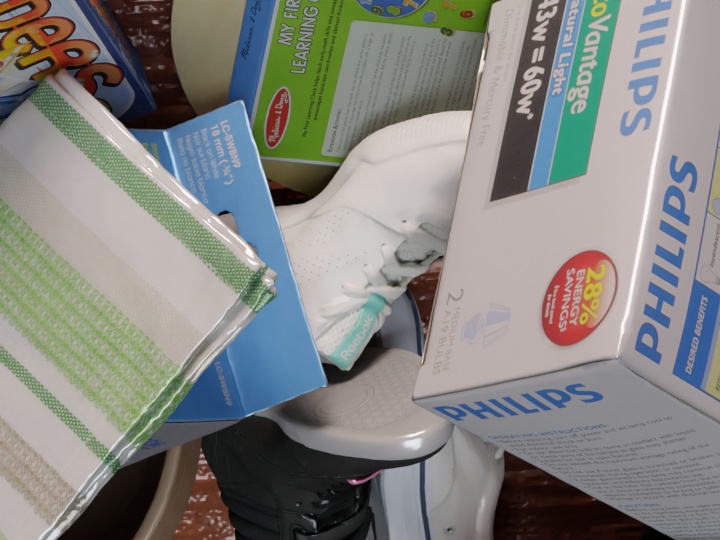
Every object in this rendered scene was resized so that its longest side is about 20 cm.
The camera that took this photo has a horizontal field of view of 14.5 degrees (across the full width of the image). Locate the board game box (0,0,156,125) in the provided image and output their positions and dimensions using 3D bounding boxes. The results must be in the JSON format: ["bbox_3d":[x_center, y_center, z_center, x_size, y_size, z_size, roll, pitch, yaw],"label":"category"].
[{"bbox_3d":[-0.178,-0.098,1.200,0.135,0.034,0.200,-21,156,4],"label":"board game box"}]

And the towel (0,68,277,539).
[{"bbox_3d":[-0.143,0.032,1.201,0.200,0.149,0.031,-49,155,6],"label":"towel"}]

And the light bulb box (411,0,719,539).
[{"bbox_3d":[0.147,-0.003,1.213,0.200,0.198,0.125,30,152,-35],"label":"light bulb box"}]

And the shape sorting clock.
[{"bbox_3d":[0.014,-0.109,1.270,0.200,0.039,0.200,-4,132,-4],"label":"shape sorting clock"}]

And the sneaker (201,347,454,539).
[{"bbox_3d":[-0.007,0.093,1.312,0.071,0.200,0.099,-29,108,-29],"label":"sneaker"}]

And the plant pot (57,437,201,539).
[{"bbox_3d":[-0.156,0.081,1.326,0.201,0.201,0.093,-27,161,14],"label":"plant pot"}]

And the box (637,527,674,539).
[{"bbox_3d":[0.247,0.147,1.381,0.124,0.149,0.200,33,116,-22],"label":"box"}]

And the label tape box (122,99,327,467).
[{"bbox_3d":[-0.133,0.017,1.246,0.200,0.144,0.063,-23,162,16],"label":"label tape box"}]

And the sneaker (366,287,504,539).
[{"bbox_3d":[0.031,0.083,1.386,0.071,0.073,0.200,-20,125,-20],"label":"sneaker"}]

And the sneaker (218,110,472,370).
[{"bbox_3d":[0.000,0.000,1.288,0.200,0.089,0.075,-26,141,28],"label":"sneaker"}]
